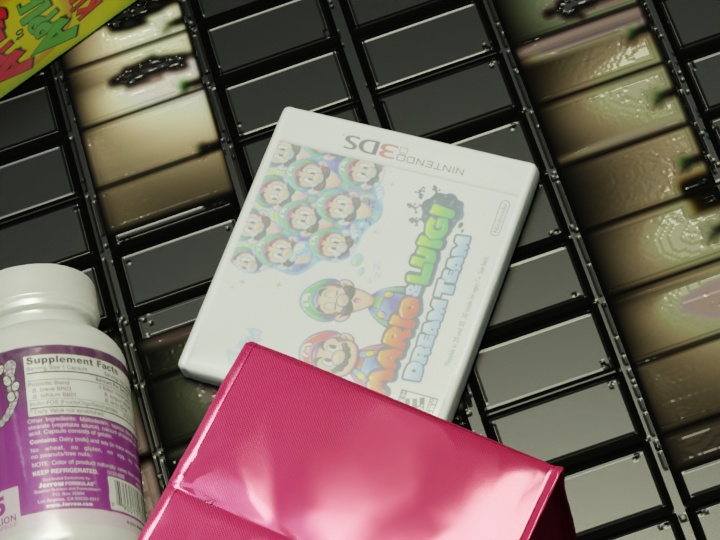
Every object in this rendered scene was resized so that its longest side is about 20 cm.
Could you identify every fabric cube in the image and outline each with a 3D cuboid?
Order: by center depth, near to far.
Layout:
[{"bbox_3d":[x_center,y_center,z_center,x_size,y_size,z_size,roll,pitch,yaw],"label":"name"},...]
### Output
[{"bbox_3d":[-0.004,0.190,1.333,0.198,0.196,0.201,20,68,20],"label":"fabric cube"}]

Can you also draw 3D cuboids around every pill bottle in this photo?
[{"bbox_3d":[-0.194,0.102,1.462,0.112,0.112,0.201,-13,61,4],"label":"pill bottle"}]

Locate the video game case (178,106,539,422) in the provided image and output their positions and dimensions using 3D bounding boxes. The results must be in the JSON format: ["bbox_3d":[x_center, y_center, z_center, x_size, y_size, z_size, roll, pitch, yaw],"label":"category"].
[{"bbox_3d":[0.000,0.000,1.526,0.181,0.024,0.201,14,67,18],"label":"video game case"}]

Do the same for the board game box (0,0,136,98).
[{"bbox_3d":[-0.214,-0.200,1.624,0.200,0.102,0.048,-37,64,-9],"label":"board game box"}]
